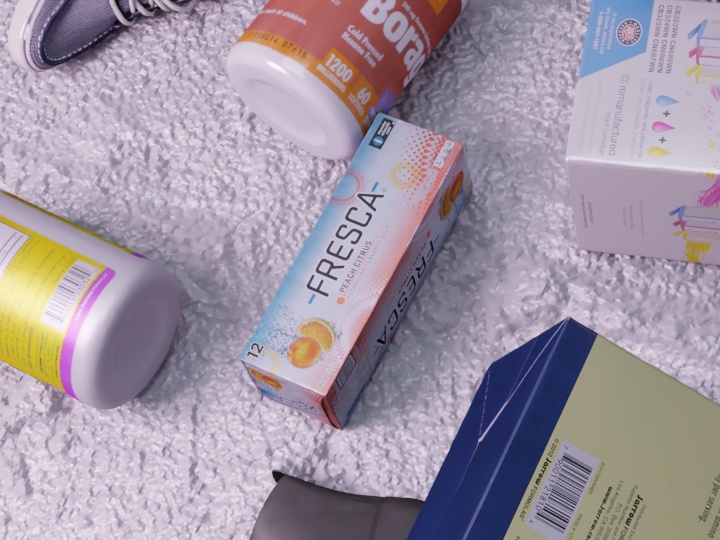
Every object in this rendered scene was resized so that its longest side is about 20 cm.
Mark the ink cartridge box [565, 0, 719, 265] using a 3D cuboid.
[{"bbox_3d":[0.241,-0.085,1.152,0.199,0.125,0.129,6,65,14],"label":"ink cartridge box"}]

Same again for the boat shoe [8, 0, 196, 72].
[{"bbox_3d":[-0.163,-0.211,1.319,0.093,0.075,0.200,30,72,30],"label":"boat shoe"}]

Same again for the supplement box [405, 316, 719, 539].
[{"bbox_3d":[0.137,0.169,1.001,0.199,0.134,0.201,30,71,-6],"label":"supplement box"}]

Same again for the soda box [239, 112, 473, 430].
[{"bbox_3d":[0.000,0.000,1.192,0.068,0.064,0.201,22,70,20],"label":"soda box"}]

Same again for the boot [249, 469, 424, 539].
[{"bbox_3d":[-0.025,0.221,1.091,0.138,0.078,0.200,12,55,22],"label":"boot"}]

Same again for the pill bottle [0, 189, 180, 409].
[{"bbox_3d":[-0.227,0.009,1.209,0.199,0.104,0.105,24,71,21],"label":"pill bottle"}]

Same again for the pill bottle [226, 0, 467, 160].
[{"bbox_3d":[0.006,-0.185,1.254,0.112,0.112,0.200,29,73,22],"label":"pill bottle"}]
